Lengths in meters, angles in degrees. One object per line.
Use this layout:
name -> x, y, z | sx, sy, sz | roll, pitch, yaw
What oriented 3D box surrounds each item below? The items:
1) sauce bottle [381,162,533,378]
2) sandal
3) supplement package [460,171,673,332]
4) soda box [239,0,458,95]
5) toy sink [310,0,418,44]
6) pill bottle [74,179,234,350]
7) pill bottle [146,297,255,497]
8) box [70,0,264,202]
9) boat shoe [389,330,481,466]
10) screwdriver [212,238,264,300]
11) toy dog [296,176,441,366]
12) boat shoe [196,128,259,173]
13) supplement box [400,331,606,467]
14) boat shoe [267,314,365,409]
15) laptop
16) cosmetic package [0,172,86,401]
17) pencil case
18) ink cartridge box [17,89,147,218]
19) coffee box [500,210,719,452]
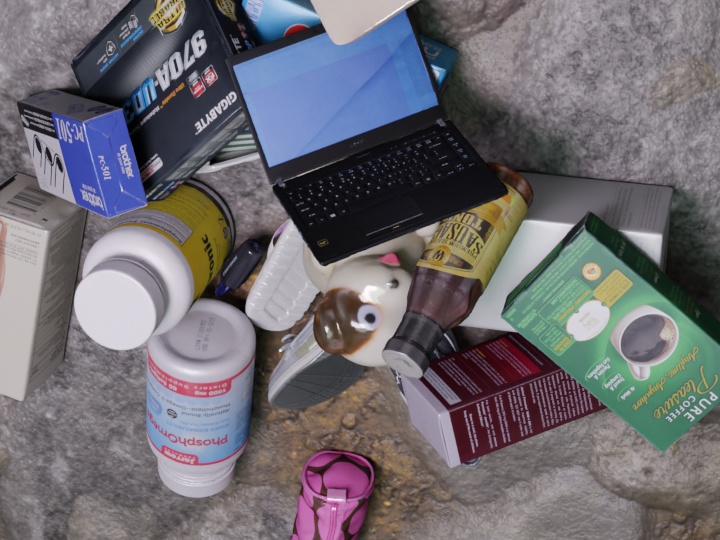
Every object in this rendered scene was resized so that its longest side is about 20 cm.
sauce bottle -> 0.082, 0.000, 1.536 | 0.066, 0.201, 0.066 | 23, 154, 12
sandal -> -0.052, -0.025, 1.757 | 0.082, 0.050, 0.203 | 26, 121, -28
supplement package -> 0.182, -0.015, 1.660 | 0.198, 0.117, 0.118 | 7, 117, 12
soda box -> -0.015, -0.207, 1.656 | 0.199, 0.068, 0.065 | 25, 117, 4
toy sink -> 0.007, -0.311, 1.554 | 0.130, 0.112, 0.201 | -30, 84, 25
pill bottle -> -0.201, -0.004, 1.727 | 0.110, 0.200, 0.112 | 6, 116, 13
pill bottle -> -0.164, 0.134, 1.819 | 0.108, 0.109, 0.201 | 14, 132, 9
box -> -0.175, -0.178, 1.669 | 0.200, 0.046, 0.160 | -35, 74, 40
boat shoe -> 0.069, 0.111, 1.749 | 0.071, 0.068, 0.201 | -20, 123, 12
screwdriver -> -0.152, 0.030, 1.817 | 0.029, 0.028, 0.200 | 51, 132, 6
toy dog -> 0.000, 0.000, 1.624 | 0.139, 0.201, 0.195 | 19, 120, -22
boat shoe -> -0.152, -0.132, 1.730 | 0.198, 0.067, 0.074 | -12, 110, 21
supplement box -> 0.150, 0.106, 1.681 | 0.198, 0.109, 0.061 | -20, 113, -11
boat shoe -> -0.026, 0.064, 1.791 | 0.074, 0.065, 0.202 | 14, 130, -35
laptop -> 0.004, -0.123, 1.541 | 0.176, 0.200, 0.104 | -21, 130, -11
cosmetic package -> -0.349, 0.016, 1.835 | 0.087, 0.103, 0.202 | 18, 116, 9
pencil case -> -0.040, 0.292, 1.878 | 0.090, 0.094, 0.202 | 16, 116, 8
ink cartridge box -> -0.268, -0.114, 1.710 | 0.044, 0.200, 0.095 | -21, 110, -24
coffee box -> 0.236, 0.056, 1.587 | 0.200, 0.044, 0.123 | 39, 119, -5
